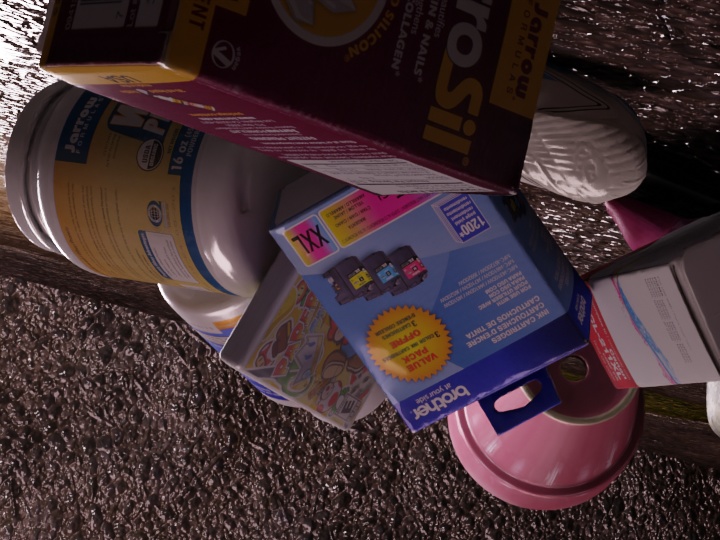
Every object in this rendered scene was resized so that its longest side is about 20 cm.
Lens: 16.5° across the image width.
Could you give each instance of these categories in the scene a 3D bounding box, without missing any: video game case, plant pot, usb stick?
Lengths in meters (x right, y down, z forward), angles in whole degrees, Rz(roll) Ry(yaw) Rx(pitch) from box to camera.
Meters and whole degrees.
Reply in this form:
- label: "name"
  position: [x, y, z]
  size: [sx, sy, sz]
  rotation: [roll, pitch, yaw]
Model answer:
- label: "video game case"
  position: [0.000, 0.000, 1.680]
  size: [0.023, 0.200, 0.182]
  rotation: [29, 177, 29]
- label: "plant pot"
  position: [0.197, 0.119, 2.463]
  size: [0.200, 0.200, 0.179]
  rotation: [13, 158, -4]
- label: "usb stick"
  position: [0.155, -0.071, 1.556]
  size: [0.200, 0.033, 0.055]
  rotation: [19, 163, -40]

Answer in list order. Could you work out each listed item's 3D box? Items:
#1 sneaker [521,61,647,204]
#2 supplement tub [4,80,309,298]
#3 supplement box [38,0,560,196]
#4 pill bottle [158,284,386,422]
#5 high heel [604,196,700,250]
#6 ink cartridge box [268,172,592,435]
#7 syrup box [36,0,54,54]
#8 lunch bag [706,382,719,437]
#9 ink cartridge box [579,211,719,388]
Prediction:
- label: "sneaker"
  position: [0.068, -0.096, 1.390]
  size: [0.200, 0.072, 0.073]
  rotation: [23, -159, -17]
- label: "supplement tub"
  position: [-0.127, -0.062, 1.682]
  size: [0.200, 0.145, 0.145]
  rotation: [8, 172, 35]
- label: "supplement box"
  position: [-0.020, -0.118, 1.077]
  size: [0.200, 0.131, 0.103]
  rotation: [17, 172, -38]
- label: "pill bottle"
  position: [-0.053, 0.031, 1.808]
  size: [0.112, 0.112, 0.200]
  rotation: [8, 154, 35]
- label: "high heel"
  position: [0.234, -0.018, 1.783]
  size: [0.096, 0.067, 0.200]
  rotation: [35, -169, 17]
- label: "ink cartridge box"
  position: [0.055, 0.008, 1.562]
  size: [0.200, 0.136, 0.076]
  rotation: [54, -159, -19]
- label: "syrup box"
  position: [-0.077, -0.124, 1.352]
  size: [0.081, 0.079, 0.200]
  rotation: [8, 172, 35]
- label: "lunch bag"
  position: [0.374, 0.064, 1.866]
  size: [0.200, 0.140, 0.168]
  rotation: [14, 157, -14]
- label: "ink cartridge box"
  position: [0.236, 0.008, 1.558]
  size: [0.145, 0.083, 0.200]
  rotation: [-24, -178, -13]
